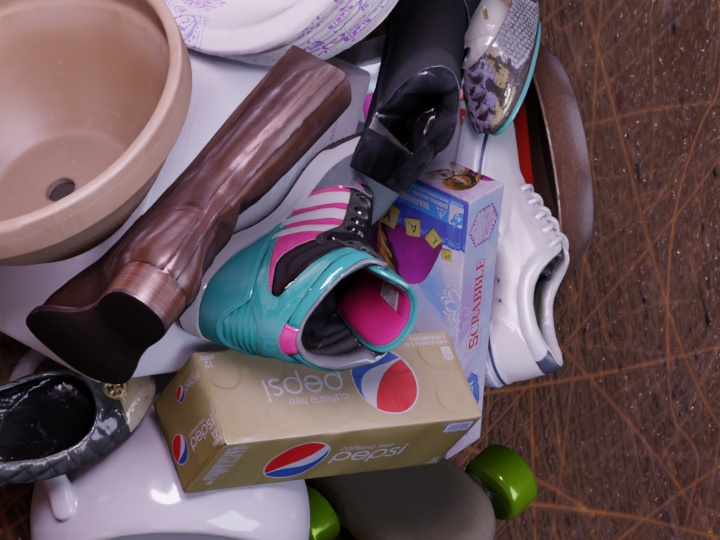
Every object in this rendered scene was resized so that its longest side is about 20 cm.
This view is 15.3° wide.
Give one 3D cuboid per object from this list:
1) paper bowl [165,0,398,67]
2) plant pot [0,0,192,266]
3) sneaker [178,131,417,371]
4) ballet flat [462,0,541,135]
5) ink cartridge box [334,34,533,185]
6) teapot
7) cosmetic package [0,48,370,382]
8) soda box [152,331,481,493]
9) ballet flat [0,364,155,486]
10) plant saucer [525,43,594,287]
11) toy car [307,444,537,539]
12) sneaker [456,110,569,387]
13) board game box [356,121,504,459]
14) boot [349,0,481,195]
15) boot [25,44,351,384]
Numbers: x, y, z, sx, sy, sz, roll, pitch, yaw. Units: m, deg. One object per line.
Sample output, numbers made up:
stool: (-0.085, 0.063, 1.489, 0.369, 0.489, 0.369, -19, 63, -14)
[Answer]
paper bowl: (-0.044, -0.220, 1.593, 0.104, 0.200, 0.201, 8, 104, -57)
plant pot: (-0.180, -0.070, 1.493, 0.201, 0.200, 0.093, -50, 142, -22)
sneaker: (-0.005, -0.007, 1.643, 0.200, 0.120, 0.084, -42, 142, -33)
ballet flat: (0.093, -0.184, 1.831, 0.072, 0.072, 0.201, 65, 38, -51)
ink cartridge box: (0.060, -0.074, 1.878, 0.173, 0.043, 0.201, -20, 115, -28)
teapot: (-0.128, 0.130, 1.768, 0.200, 0.196, 0.147, 96, -8, -66)
cosmetic package: (-0.118, -0.050, 1.681, 0.200, 0.123, 0.200, -5, 115, -53)
soda box: (-0.027, 0.088, 1.702, 0.199, 0.068, 0.064, -3, 149, -36)
ballet flat: (-0.215, 0.097, 1.635, 0.199, 0.067, 0.057, -18, 160, -22)
plant saucer: (0.137, -0.084, 1.978, 0.036, 0.201, 0.201, -10, 129, -8)
toy car: (0.027, 0.221, 2.069, 0.164, 0.158, 0.200, -38, 151, -30)
sneaker: (0.108, -0.021, 1.836, 0.073, 0.070, 0.201, 19, 67, -69)
board game box: (0.000, 0.000, 1.813, 0.041, 0.200, 0.200, -29, 133, -43)
boot: (0.050, -0.162, 1.685, 0.200, 0.065, 0.165, -70, 179, -59)
boot: (-0.095, -0.035, 1.535, 0.064, 0.186, 0.200, 42, 64, -16)
